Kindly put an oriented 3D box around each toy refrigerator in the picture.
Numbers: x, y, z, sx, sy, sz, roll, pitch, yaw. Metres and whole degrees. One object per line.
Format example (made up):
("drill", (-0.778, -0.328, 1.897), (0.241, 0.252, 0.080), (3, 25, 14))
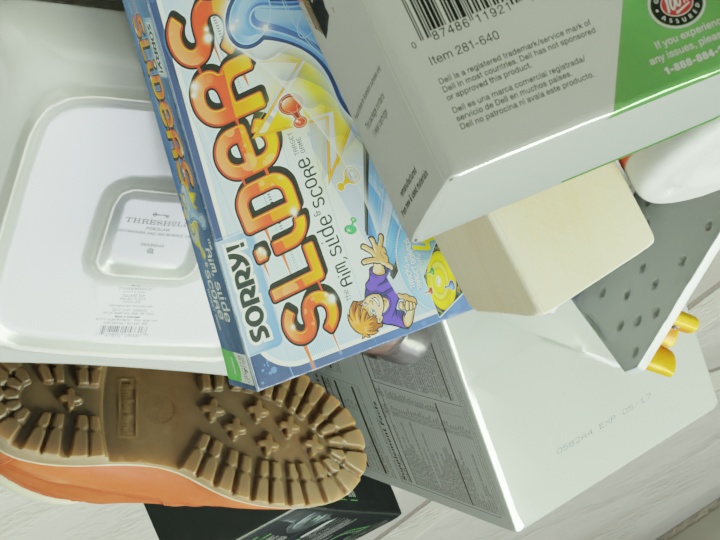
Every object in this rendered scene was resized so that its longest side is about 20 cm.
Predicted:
("toy refrigerator", (0.042, -0.085, 1.177), (0.070, 0.201, 0.076), (-31, -169, -17))

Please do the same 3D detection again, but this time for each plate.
("plate", (-0.096, -0.025, 1.272), (0.198, 0.032, 0.201), (4, 128, -24))

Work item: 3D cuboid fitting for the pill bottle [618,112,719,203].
("pill bottle", (0.124, -0.140, 1.188), (0.111, 0.201, 0.111), (-23, 166, -6))

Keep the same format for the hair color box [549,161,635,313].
("hair color box", (0.031, -0.062, 1.346), (0.199, 0.065, 0.110), (17, 121, -27))

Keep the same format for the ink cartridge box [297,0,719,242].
("ink cartridge box", (0.047, -0.135, 1.075), (0.144, 0.201, 0.084), (-22, 169, -15))

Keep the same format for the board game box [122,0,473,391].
("board game box", (-0.020, -0.065, 1.221), (0.135, 0.201, 0.034), (-21, -168, -22))

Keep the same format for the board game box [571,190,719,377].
("board game box", (0.155, -0.076, 1.380), (0.026, 0.200, 0.201), (21, 110, -28))

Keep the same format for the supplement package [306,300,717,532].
("supplement package", (0.071, 0.032, 1.613), (0.151, 0.152, 0.200), (-29, -160, -24))

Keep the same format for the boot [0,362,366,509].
("boot", (-0.100, 0.086, 1.410), (0.199, 0.076, 0.107), (11, 156, -14))

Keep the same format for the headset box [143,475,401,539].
("headset box", (-0.078, 0.089, 1.708), (0.092, 0.175, 0.200), (-29, 164, 15))

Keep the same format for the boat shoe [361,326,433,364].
("boat shoe", (0.000, 0.000, 1.440), (0.072, 0.065, 0.200), (-48, -165, 9))
